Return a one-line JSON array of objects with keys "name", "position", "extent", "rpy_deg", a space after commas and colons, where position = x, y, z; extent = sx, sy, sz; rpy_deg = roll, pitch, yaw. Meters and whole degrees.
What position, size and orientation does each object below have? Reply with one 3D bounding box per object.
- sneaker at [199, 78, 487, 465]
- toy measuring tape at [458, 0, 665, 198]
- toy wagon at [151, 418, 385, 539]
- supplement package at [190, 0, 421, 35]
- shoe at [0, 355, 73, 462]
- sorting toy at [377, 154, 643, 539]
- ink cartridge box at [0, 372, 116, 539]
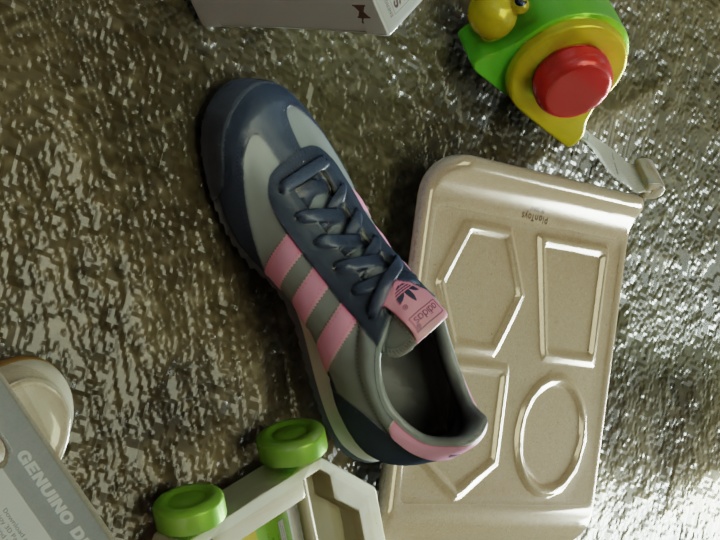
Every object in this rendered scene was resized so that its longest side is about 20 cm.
[{"name": "sneaker", "position": [0.000, 0.000, 0.895], "extent": [0.070, 0.082, 0.200], "rpy_deg": [-41, 115, -31]}, {"name": "toy measuring tape", "position": [0.125, -0.100, 1.043], "extent": [0.200, 0.073, 0.074], "rpy_deg": [32, 71, -45]}, {"name": "toy wagon", "position": [-0.058, 0.165, 0.895], "extent": [0.200, 0.039, 0.156], "rpy_deg": [-29, 116, -43]}, {"name": "supplement package", "position": [0.006, -0.204, 0.860], "extent": [0.200, 0.113, 0.110], "rpy_deg": [-50, 131, -33]}, {"name": "shoe", "position": [-0.164, 0.116, 0.751], "extent": [0.200, 0.053, 0.070], "rpy_deg": [-56, 133, -29]}, {"name": "sorting toy", "position": [0.074, 0.047, 1.041], "extent": [0.185, 0.036, 0.201], "rpy_deg": [9, 93, -50]}, {"name": "ink cartridge box", "position": [-0.192, 0.092, 0.647], "extent": [0.176, 0.084, 0.200], "rpy_deg": [-42, 106, -37]}]
